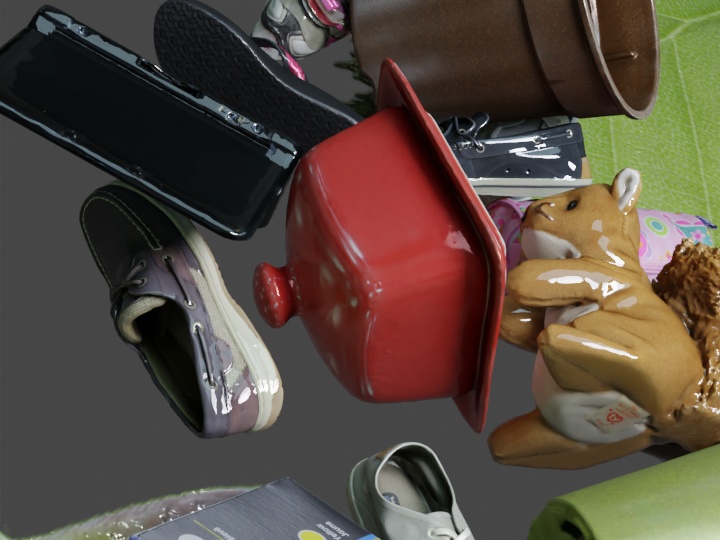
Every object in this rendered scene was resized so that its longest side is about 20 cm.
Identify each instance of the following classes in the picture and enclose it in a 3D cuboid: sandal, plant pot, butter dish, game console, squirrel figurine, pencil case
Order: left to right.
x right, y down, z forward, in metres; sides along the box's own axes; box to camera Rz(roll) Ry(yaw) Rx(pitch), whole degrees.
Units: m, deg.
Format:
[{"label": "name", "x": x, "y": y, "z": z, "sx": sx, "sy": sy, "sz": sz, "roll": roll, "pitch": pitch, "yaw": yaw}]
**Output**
[{"label": "game console", "x": -0.153, "y": -0.074, "z": 1.095, "sx": 0.199, "sy": 0.176, "sz": 0.117, "roll": 30, "pitch": 63, "yaw": -2}, {"label": "sandal", "x": -0.072, "y": -0.140, "z": 1.264, "sx": 0.199, "sy": 0.075, "sz": 0.045, "roll": 34, "pitch": 37, "yaw": -8}, {"label": "butter dish", "x": 0.000, "y": 0.000, "z": 1.093, "sx": 0.147, "sy": 0.201, "sz": 0.200, "roll": -16, "pitch": 53, "yaw": -16}, {"label": "plant pot", "x": 0.108, "y": -0.198, "z": 1.283, "sx": 0.200, "sy": 0.197, "sz": 0.202, "roll": 34, "pitch": 51, "yaw": -58}, {"label": "pencil case", "x": 0.184, "y": -0.009, "z": 1.270, "sx": 0.199, "sy": 0.088, "sz": 0.088, "roll": 5, "pitch": 45, "yaw": -28}, {"label": "squirrel figurine", "x": 0.187, "y": 0.027, "z": 1.134, "sx": 0.199, "sy": 0.142, "sz": 0.187, "roll": 6, "pitch": 49, "yaw": -1}, {"label": "plant pot", "x": 0.209, "y": 0.189, "z": 1.010, "sx": 0.189, "sy": 0.201, "sz": 0.201, "roll": -5, "pitch": 49, "yaw": -21}]

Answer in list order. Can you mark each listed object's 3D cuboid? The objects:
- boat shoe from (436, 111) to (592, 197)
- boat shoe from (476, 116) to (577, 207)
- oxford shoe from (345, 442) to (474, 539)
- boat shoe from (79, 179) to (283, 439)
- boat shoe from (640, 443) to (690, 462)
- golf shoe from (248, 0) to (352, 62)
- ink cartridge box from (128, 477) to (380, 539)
[{"label": "boat shoe", "x": 0.076, "y": -0.087, "z": 1.232, "sx": 0.199, "sy": 0.063, "sz": 0.075, "roll": 1, "pitch": 6, "yaw": -8}, {"label": "boat shoe", "x": 0.139, "y": -0.121, "z": 1.375, "sx": 0.070, "sy": 0.072, "sz": 0.201, "roll": 33, "pitch": 38, "yaw": 4}, {"label": "oxford shoe", "x": 0.051, "y": 0.186, "z": 0.995, "sx": 0.075, "sy": 0.058, "sz": 0.201, "roll": 0, "pitch": 49, "yaw": -36}, {"label": "boat shoe", "x": -0.125, "y": 0.023, "z": 1.049, "sx": 0.065, "sy": 0.072, "sz": 0.200, "roll": -14, "pitch": 61, "yaw": -47}, {"label": "boat shoe", "x": 0.218, "y": 0.114, "z": 1.181, "sx": 0.075, "sy": 0.075, "sz": 0.202, "roll": -27, "pitch": 58, "yaw": -32}, {"label": "golf shoe", "x": -0.044, "y": -0.215, "z": 1.356, "sx": 0.073, "sy": 0.092, "sz": 0.200, "roll": 58, "pitch": 16, "yaw": -6}, {"label": "ink cartridge box", "x": -0.029, "y": 0.195, "z": 0.877, "sx": 0.197, "sy": 0.047, "sz": 0.200, "roll": 32, "pitch": 21, "yaw": 25}]
